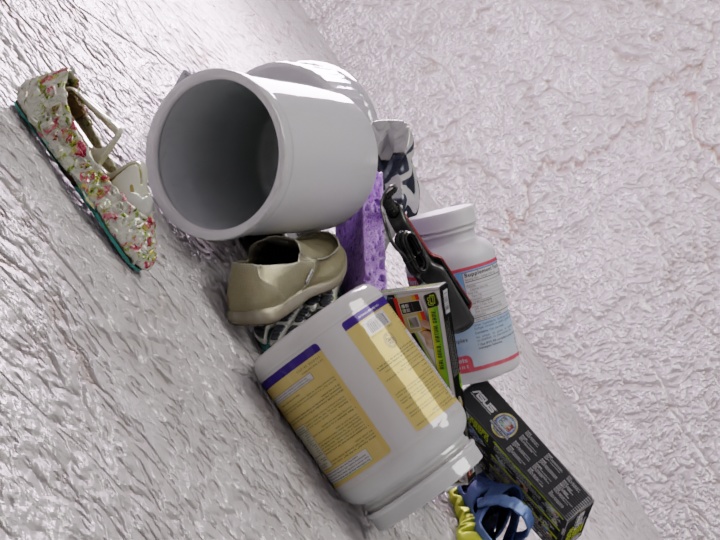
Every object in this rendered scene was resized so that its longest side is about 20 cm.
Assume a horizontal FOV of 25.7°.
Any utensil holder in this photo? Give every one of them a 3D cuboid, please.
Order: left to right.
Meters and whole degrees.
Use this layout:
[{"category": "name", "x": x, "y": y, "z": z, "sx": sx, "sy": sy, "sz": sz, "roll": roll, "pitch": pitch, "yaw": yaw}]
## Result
[{"category": "utensil holder", "x": -0.098, "y": -0.118, "z": 1.641, "sx": 0.170, "sy": 0.170, "sz": 0.200, "roll": 56, "pitch": 25, "yaw": 15}]

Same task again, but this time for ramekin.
[{"category": "ramekin", "x": -0.085, "y": -0.164, "z": 1.951, "sx": 0.201, "sy": 0.200, "sz": 0.098, "roll": 56, "pitch": 18, "yaw": 12}]

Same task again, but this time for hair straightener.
[{"category": "hair straightener", "x": 0.072, "y": -0.007, "z": 1.709, "sx": 0.077, "sy": 0.041, "sz": 0.200, "roll": -95, "pitch": 160, "yaw": -58}]

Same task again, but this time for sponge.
[{"category": "sponge", "x": 0.000, "y": 0.000, "z": 1.728, "sx": 0.112, "sy": 0.030, "sz": 0.200, "roll": 122, "pitch": -29, "yaw": -58}]

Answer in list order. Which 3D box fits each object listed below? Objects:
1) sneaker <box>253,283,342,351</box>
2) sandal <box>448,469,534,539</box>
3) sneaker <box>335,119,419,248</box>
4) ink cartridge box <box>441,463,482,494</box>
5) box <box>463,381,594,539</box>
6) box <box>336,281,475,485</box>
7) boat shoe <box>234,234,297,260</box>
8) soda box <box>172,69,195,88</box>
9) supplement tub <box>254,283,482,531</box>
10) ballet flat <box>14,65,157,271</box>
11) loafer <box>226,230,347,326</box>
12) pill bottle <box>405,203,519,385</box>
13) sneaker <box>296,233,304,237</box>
[{"category": "sneaker", "x": -0.056, "y": 0.052, "z": 1.663, "sx": 0.200, "sy": 0.077, "sz": 0.080, "roll": -47, "pitch": 139, "yaw": -67}, {"category": "sandal", "x": 0.157, "y": 0.282, "z": 1.869, "sx": 0.080, "sy": 0.087, "sz": 0.200, "roll": 49, "pitch": 8, "yaw": -18}, {"category": "sneaker", "x": 0.028, "y": -0.069, "z": 1.908, "sx": 0.130, "sy": 0.079, "sz": 0.199, "roll": 66, "pitch": 27, "yaw": -57}, {"category": "ink cartridge box", "x": 0.061, "y": 0.162, "z": 1.823, "sx": 0.200, "sy": 0.044, "sz": 0.174, "roll": 65, "pitch": 15, "yaw": 8}, {"category": "box", "x": 0.192, "y": 0.237, "z": 1.899, "sx": 0.200, "sy": 0.044, "sz": 0.160, "roll": 48, "pitch": -16, "yaw": 20}, {"category": "box", "x": 0.046, "y": 0.118, "z": 1.580, "sx": 0.035, "sy": 0.110, "sz": 0.200, "roll": -26, "pitch": 108, "yaw": -72}, {"category": "boat shoe", "x": -0.117, "y": -0.052, "z": 1.772, "sx": 0.200, "sy": 0.072, "sz": 0.066, "roll": 66, "pitch": 11, "yaw": 9}, {"category": "soda box", "x": -0.133, "y": -0.153, "z": 1.844, "sx": 0.200, "sy": 0.068, "sz": 0.064, "roll": 33, "pitch": 7, "yaw": 7}, {"category": "supplement tub", "x": 0.009, "y": 0.130, "z": 1.498, "sx": 0.200, "sy": 0.145, "sz": 0.145, "roll": 55, "pitch": 9, "yaw": 3}, {"category": "ballet flat", "x": -0.228, "y": -0.094, "z": 1.386, "sx": 0.200, "sy": 0.064, "sz": 0.076, "roll": 54, "pitch": 9, "yaw": -1}, {"category": "loafer", "x": -0.072, "y": -0.005, "z": 1.600, "sx": 0.200, "sy": 0.076, "sz": 0.068, "roll": -43, "pitch": 132, "yaw": -59}, {"category": "pill bottle", "x": 0.114, "y": 0.028, "z": 1.854, "sx": 0.109, "sy": 0.109, "sz": 0.200, "roll": -44, "pitch": 120, "yaw": -81}, {"category": "sneaker", "x": -0.063, "y": -0.012, "z": 1.819, "sx": 0.200, "sy": 0.077, "sz": 0.082, "roll": 47, "pitch": -17, "yaw": 33}]
